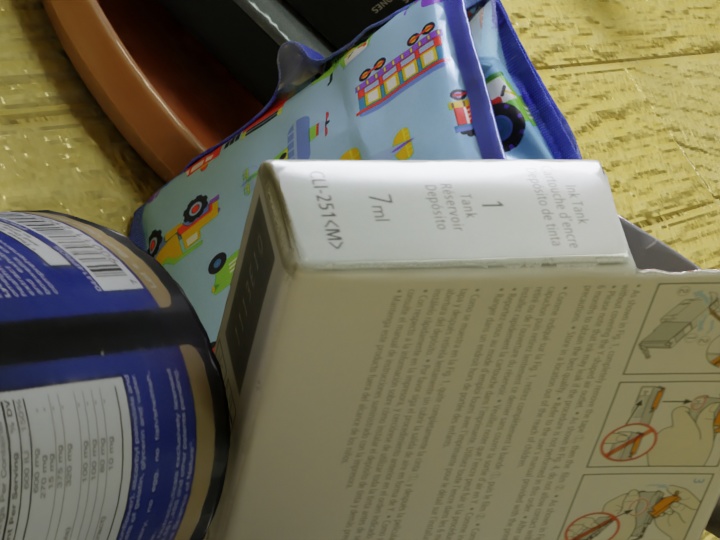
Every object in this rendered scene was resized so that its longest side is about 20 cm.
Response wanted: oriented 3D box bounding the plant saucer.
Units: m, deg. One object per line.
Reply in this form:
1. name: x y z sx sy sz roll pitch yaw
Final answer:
1. plant saucer: -0.059 -0.081 1.079 0.200 0.032 0.201 43 23 -24

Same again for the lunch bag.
1. lunch bag: 0.000 0.000 0.912 0.094 0.150 0.201 31 31 -46

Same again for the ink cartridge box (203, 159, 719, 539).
1. ink cartridge box: 0.042 0.053 0.765 0.173 0.200 0.044 -1 47 -17

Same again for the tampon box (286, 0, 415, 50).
1. tampon box: -0.016 -0.206 1.049 0.200 0.126 0.150 42 24 -27

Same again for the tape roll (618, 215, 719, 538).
1. tape roll: 0.102 0.034 1.066 0.200 0.066 0.200 35 -3 2

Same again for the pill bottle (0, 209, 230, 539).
1. pill bottle: -0.121 0.042 0.646 0.112 0.112 0.200 58 22 12

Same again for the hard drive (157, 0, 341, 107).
1. hard drive: -0.060 -0.137 1.076 0.200 0.033 0.140 44 23 -23
